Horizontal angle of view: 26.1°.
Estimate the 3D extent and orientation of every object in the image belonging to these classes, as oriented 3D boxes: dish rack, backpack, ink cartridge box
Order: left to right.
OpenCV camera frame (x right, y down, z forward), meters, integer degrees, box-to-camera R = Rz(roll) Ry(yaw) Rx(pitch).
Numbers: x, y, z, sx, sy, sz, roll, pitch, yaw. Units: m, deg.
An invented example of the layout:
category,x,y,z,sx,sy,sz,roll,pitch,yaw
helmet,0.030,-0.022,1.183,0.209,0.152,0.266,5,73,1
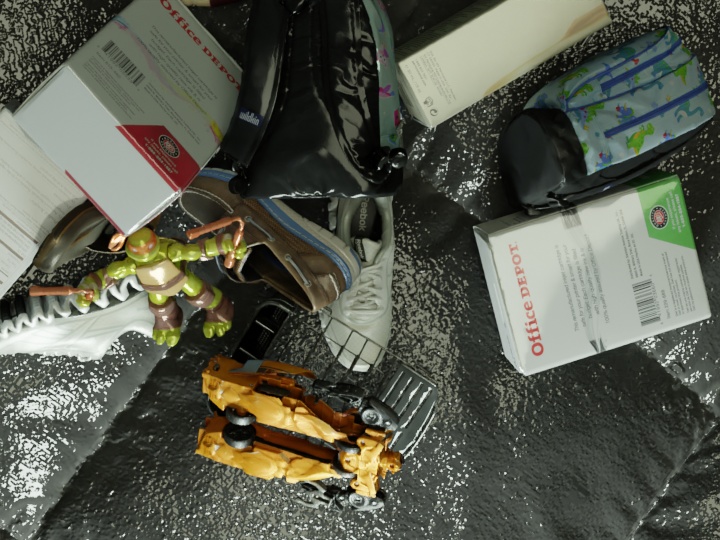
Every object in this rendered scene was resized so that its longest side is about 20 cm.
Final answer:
category,x,y,z,sx,sy,sz,roll,pitch,yaw
ink cartridge box,-0.193,-0.147,1.381,0.083,0.200,0.146,-35,104,32
backpack,-0.038,-0.166,1.387,0.165,0.127,0.203,-1,94,7
dish rack,-0.031,0.117,1.483,0.199,0.055,0.154,32,124,-1
ink cartridge box,0.224,0.000,1.520,0.198,0.084,0.148,-16,101,-5
backpack,0.238,-0.144,1.469,0.198,0.163,0.156,-11,86,-12

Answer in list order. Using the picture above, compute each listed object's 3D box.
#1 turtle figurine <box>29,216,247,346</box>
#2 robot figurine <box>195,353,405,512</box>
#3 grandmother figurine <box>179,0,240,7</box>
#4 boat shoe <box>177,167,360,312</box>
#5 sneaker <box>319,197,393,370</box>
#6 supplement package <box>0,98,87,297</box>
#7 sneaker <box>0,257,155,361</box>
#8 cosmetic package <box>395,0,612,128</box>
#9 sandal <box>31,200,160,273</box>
category,x,y,z,sx,sy,sz,roll,pitch,yaw
turtle figurine,-0.185,0.007,1.397,0.198,0.065,0.162,-20,145,3
robot figurine,-0.052,0.147,1.442,0.198,0.058,0.146,15,123,8
grandmother figurine,-0.128,-0.300,1.444,0.198,0.061,0.122,24,112,-14
boat shoe,-0.099,-0.029,1.437,0.199,0.073,0.072,27,54,23
sneaker,0.000,0.000,1.487,0.074,0.081,0.203,-2,100,-9
supplement package,-0.345,-0.043,1.422,0.109,0.114,0.200,41,92,-13
sneaker,-0.279,0.054,1.472,0.198,0.075,0.082,-18,110,-4
cosmetic package,0.126,-0.217,1.465,0.199,0.105,0.072,-30,103,-1
sandal,-0.218,-0.046,1.414,0.054,0.200,0.082,41,128,5
